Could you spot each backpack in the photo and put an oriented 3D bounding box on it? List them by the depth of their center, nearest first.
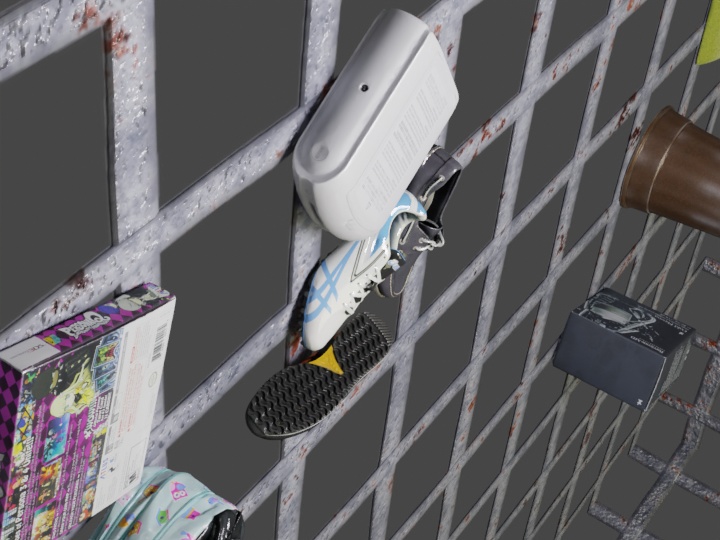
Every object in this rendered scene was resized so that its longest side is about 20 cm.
[{"bbox_3d":[-0.196,0.287,1.238,0.201,0.126,0.167,-59,169,-10],"label":"backpack"}]

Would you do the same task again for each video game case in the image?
[{"bbox_3d":[-0.234,0.127,1.089,0.181,0.036,0.202,-31,142,-53],"label":"video game case"}]

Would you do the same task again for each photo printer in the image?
[{"bbox_3d":[0.012,-0.130,1.294,0.201,0.069,0.166,-59,158,-8],"label":"photo printer"}]

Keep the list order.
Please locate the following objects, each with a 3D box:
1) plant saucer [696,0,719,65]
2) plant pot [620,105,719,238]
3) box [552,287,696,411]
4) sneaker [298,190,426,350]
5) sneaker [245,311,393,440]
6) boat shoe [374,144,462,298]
[{"bbox_3d":[0.686,-0.488,2.402,0.200,0.048,0.201,-46,153,-35],"label":"plant saucer"},{"bbox_3d":[0.598,-0.165,2.378,0.200,0.197,0.202,-47,153,-34],"label":"plant pot"},{"bbox_3d":[0.497,0.145,2.502,0.196,0.199,0.125,-26,137,-56],"label":"box"},{"bbox_3d":[0.000,0.000,1.415,0.201,0.072,0.072,-59,159,-6],"label":"sneaker"},{"bbox_3d":[-0.049,0.129,1.458,0.200,0.070,0.090,-37,171,-29],"label":"sneaker"},{"bbox_3d":[0.064,-0.048,1.512,0.072,0.062,0.202,-29,141,-54],"label":"boat shoe"}]
